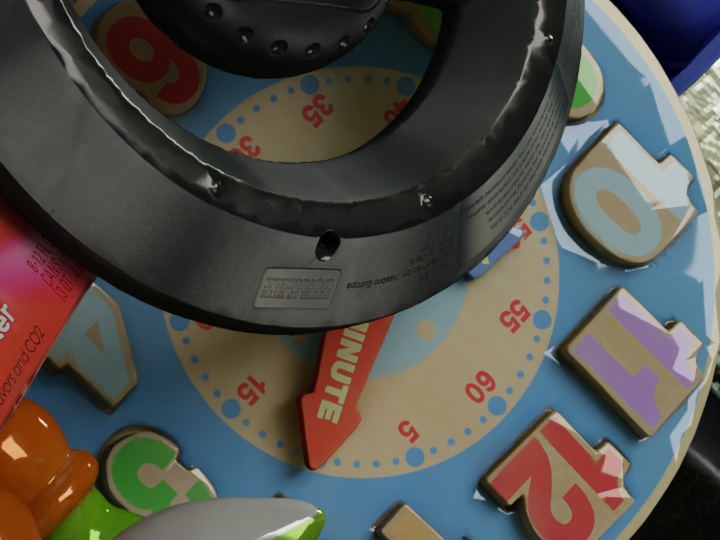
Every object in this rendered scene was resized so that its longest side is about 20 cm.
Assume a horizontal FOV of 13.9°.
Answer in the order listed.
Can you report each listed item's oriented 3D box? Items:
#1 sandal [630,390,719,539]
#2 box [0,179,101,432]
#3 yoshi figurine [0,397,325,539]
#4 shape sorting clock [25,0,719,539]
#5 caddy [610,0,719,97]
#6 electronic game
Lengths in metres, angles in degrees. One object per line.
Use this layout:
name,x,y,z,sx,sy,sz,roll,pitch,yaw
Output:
sandal,0.064,0.022,0.852,0.200,0.076,0.043,50,50,-20
box,-0.142,0.031,0.625,0.100,0.095,0.200,43,40,-15
yoshi figurine,-0.031,0.125,0.675,0.200,0.112,0.113,36,67,-10
shape sorting clock,0.000,0.000,0.759,0.199,0.039,0.201,1,87,-16
caddy,0.072,-0.113,0.889,0.105,0.141,0.200,42,31,-23
electronic game,-0.026,-0.084,0.692,0.200,0.042,0.201,11,72,-35
